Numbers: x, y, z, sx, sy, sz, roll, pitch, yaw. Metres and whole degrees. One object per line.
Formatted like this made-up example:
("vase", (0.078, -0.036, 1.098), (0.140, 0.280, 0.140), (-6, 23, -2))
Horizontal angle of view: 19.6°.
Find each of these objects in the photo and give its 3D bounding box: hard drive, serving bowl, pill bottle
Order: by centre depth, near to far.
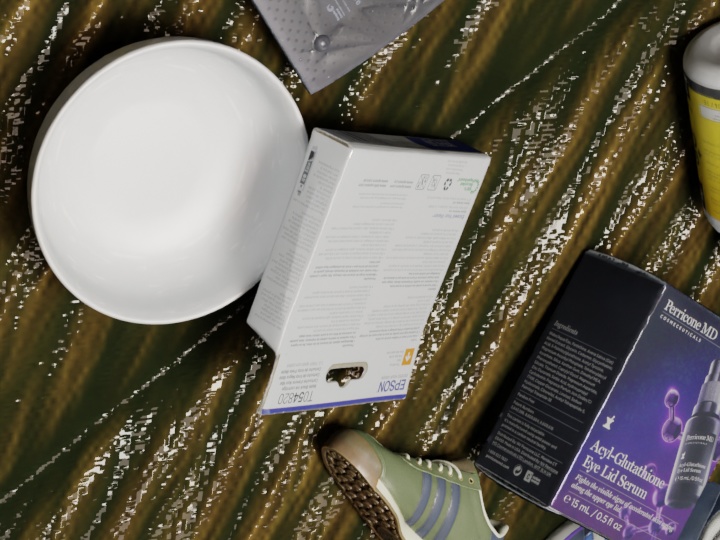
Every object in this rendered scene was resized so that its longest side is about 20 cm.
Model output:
("serving bowl", (-0.136, -0.068, 1.412), (0.199, 0.066, 0.202), (-11, 117, -22))
("hard drive", (0.008, -0.231, 1.433), (0.200, 0.042, 0.135), (-39, 126, -7))
("pill bottle", (0.319, -0.091, 1.630), (0.111, 0.112, 0.201), (-24, 122, -17))

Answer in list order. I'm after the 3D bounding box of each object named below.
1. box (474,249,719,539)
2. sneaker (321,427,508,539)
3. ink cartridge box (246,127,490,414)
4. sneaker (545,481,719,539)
("box", (0.210, 0.109, 1.652), (0.148, 0.104, 0.201), (28, 90, -36))
("sneaker", (0.049, 0.174, 1.641), (0.090, 0.067, 0.201), (-48, 123, -20))
("ink cartridge box", (0.000, 0.000, 1.491), (0.199, 0.040, 0.201), (0, 112, -58))
("sneaker", (0.240, 0.256, 1.728), (0.199, 0.146, 0.081), (-33, 124, -12))
